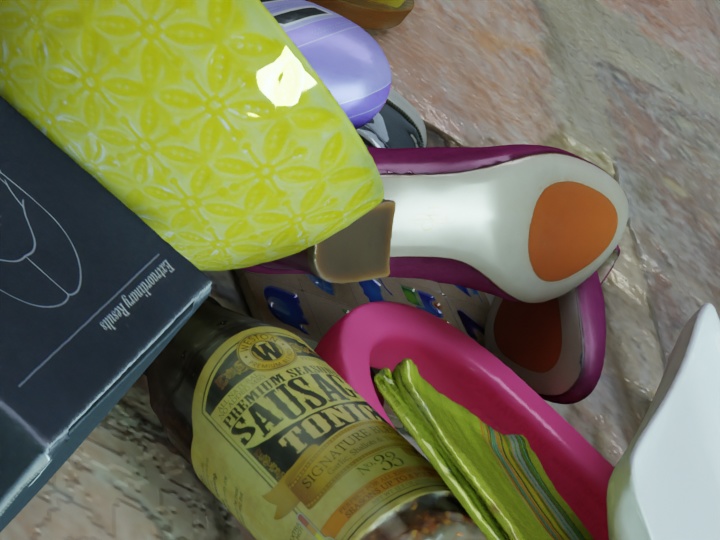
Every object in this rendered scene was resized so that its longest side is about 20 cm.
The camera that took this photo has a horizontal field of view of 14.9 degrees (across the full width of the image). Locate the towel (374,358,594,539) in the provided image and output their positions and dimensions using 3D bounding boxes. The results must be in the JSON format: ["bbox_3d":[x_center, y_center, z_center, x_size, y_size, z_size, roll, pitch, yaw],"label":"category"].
[{"bbox_3d":[0.057,0.082,0.993,0.086,0.018,0.200,52,5,18],"label":"towel"}]

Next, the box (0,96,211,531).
[{"bbox_3d":[-0.172,-0.002,0.872,0.200,0.107,0.148,41,25,0],"label":"box"}]

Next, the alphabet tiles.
[{"bbox_3d":[0.000,0.000,1.225,0.167,0.008,0.200,19,34,-39],"label":"alphabet tiles"}]

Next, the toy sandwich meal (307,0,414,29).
[{"bbox_3d":[-0.027,-0.210,1.449,0.205,0.070,0.205,30,24,-16],"label":"toy sandwich meal"}]

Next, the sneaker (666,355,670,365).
[{"bbox_3d":[0.210,0.060,1.341,0.118,0.074,0.200,47,28,-5],"label":"sneaker"}]

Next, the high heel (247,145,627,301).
[{"bbox_3d":[0.021,-0.029,1.145,0.200,0.067,0.096,2,15,-45],"label":"high heel"}]

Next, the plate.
[{"bbox_3d":[0.148,0.135,1.118,0.200,0.032,0.200,69,21,-12],"label":"plate"}]

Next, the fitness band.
[{"bbox_3d":[0.058,0.094,1.117,0.200,0.037,0.144,44,28,-2],"label":"fitness band"}]

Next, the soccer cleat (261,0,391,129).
[{"bbox_3d":[-0.086,-0.093,1.113,0.200,0.067,0.076,16,4,-1],"label":"soccer cleat"}]

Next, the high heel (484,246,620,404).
[{"bbox_3d":[0.105,0.013,1.266,0.096,0.067,0.200,26,24,-22],"label":"high heel"}]

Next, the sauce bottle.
[{"bbox_3d":[-0.033,0.058,0.992,0.066,0.066,0.200,8,26,-49],"label":"sauce bottle"}]

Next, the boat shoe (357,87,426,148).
[{"bbox_3d":[-0.062,-0.078,1.175,0.200,0.073,0.062,27,35,-14],"label":"boat shoe"}]

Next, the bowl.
[{"bbox_3d":[-0.096,-0.065,0.982,0.200,0.108,0.200,48,-7,8],"label":"bowl"}]
